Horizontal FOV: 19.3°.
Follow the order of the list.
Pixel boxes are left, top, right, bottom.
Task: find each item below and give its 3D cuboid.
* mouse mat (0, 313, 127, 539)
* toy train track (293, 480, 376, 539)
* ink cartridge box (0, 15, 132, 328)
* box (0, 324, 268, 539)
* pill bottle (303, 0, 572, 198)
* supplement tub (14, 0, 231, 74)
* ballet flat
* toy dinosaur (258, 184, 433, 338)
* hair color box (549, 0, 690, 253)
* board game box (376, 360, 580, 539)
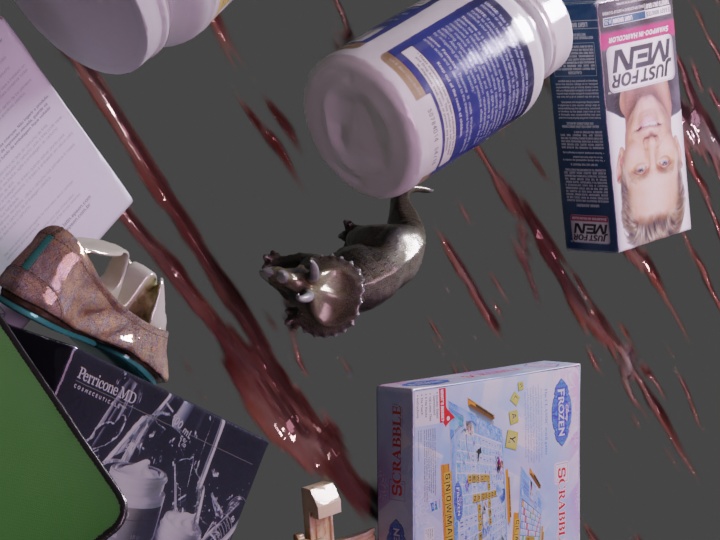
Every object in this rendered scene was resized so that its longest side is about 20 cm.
[{"bbox_3d":[-0.244,0.106,1.196,0.161,0.200,0.008,-36,165,-1],"label":"mouse mat"},{"bbox_3d":[-0.017,0.255,1.538,0.114,0.032,0.202,-13,103,-43],"label":"toy train track"},{"bbox_3d":[-0.255,-0.048,1.277,0.200,0.040,0.201,-51,127,-27],"label":"ink cartridge box"},{"bbox_3d":[-0.179,0.148,1.294,0.200,0.104,0.183,31,76,-51],"label":"box"},{"bbox_3d":[0.062,-0.141,1.531,0.200,0.111,0.112,-34,116,-37],"label":"pill bottle"},{"bbox_3d":[-0.119,-0.232,1.325,0.200,0.145,0.146,-48,124,-30],"label":"supplement tub"},{"bbox_3d":[-0.156,0.021,1.319,0.068,0.068,0.200,-63,160,-8],"label":"ballet flat"},{"bbox_3d":[0.000,0.000,1.488,0.199,0.102,0.078,-24,110,-39],"label":"toy dinosaur"},{"bbox_3d":[0.208,-0.122,1.709,0.100,0.060,0.202,-17,105,-42],"label":"hair color box"},{"bbox_3d":[0.094,0.178,1.631,0.199,0.041,0.202,-4,96,-45],"label":"board game box"}]
